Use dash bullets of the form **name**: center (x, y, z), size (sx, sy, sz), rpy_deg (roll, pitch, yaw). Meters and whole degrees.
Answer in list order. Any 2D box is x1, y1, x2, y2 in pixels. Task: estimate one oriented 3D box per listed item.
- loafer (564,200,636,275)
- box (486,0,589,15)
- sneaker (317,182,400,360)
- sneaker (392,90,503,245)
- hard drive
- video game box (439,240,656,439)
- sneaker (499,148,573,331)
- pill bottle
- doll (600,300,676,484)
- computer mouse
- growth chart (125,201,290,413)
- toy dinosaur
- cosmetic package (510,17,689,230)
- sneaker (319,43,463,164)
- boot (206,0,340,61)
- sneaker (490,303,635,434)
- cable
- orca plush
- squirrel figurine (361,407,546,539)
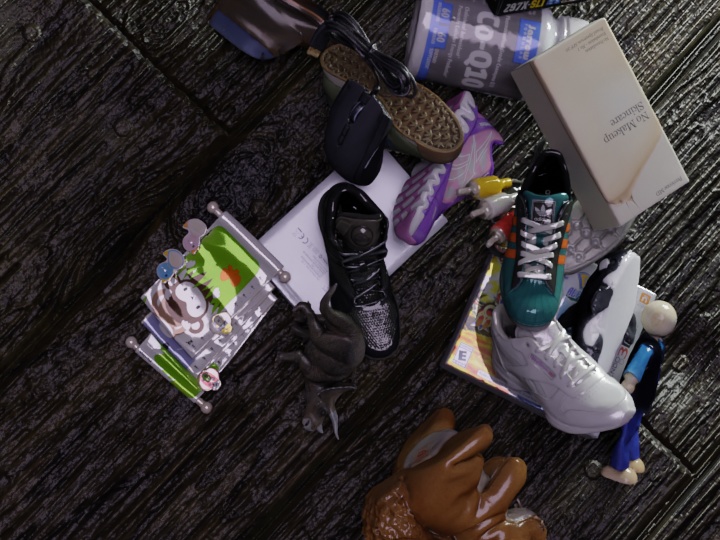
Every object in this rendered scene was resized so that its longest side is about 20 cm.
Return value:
- **loafer**: center (0.283, -0.066, 1.487), size (0.070, 0.070, 0.200), rpy_deg (44, 72, 9)
- **box**: center (0.188, -0.387, 1.481), size (0.157, 0.050, 0.202), rpy_deg (-13, 60, -18)
- **sneaker**: center (0.000, 0.000, 1.416), size (0.075, 0.114, 0.203), rpy_deg (-11, 87, -5)
- **sneaker**: center (0.106, -0.105, 1.468), size (0.088, 0.080, 0.202), rpy_deg (36, 61, -18)
- **hard drive**: center (-0.015, -0.039, 1.487), size (0.200, 0.025, 0.132), rpy_deg (-42, 89, -8)
- **video game box**: center (0.217, 0.069, 1.489), size (0.198, 0.047, 0.184), rpy_deg (25, 79, -2)
- **sneaker**: center (0.186, -0.038, 1.369), size (0.070, 0.080, 0.203), rpy_deg (5, 59, 8)
- **pill bottle**: center (0.156, -0.259, 1.485), size (0.197, 0.114, 0.116), rpy_deg (11, 83, -4)
- **doll**: center (0.314, 0.130, 1.453), size (0.048, 0.136, 0.203), rpy_deg (14, 104, 21)
- **computer mouse**: center (-0.022, -0.180, 1.399), size (0.046, 0.201, 0.141), rpy_deg (-33, 73, -32)
- **growth chart**: center (-0.175, 0.038, 1.456), size (0.144, 0.018, 0.201), rpy_deg (34, 90, 1)
- **toy dinosaur**: center (-0.033, 0.082, 1.421), size (0.101, 0.077, 0.202), rpy_deg (25, 126, 3)
- **cosmetic package**: center (0.259, -0.157, 1.408), size (0.103, 0.073, 0.202), rpy_deg (-32, 95, -13)
- **sneaker**: center (0.034, -0.168, 1.448), size (0.199, 0.090, 0.067), rpy_deg (39, 62, 22)
- **boot**: center (-0.083, -0.271, 1.499), size (0.199, 0.075, 0.097), rpy_deg (40, 106, -10)
- **sneaker**: center (0.203, 0.102, 1.363), size (0.074, 0.199, 0.101), rpy_deg (-34, 130, -24)
- **cable**: center (0.191, -0.087, 1.468), size (0.199, 0.050, 0.098), rpy_deg (-32, 96, -31)
- **orca plush**: center (0.256, 0.073, 1.453), size (0.070, 0.104, 0.204), rpy_deg (9, 93, 39)
- **squirrel figurine**: center (0.107, 0.283, 1.415), size (0.200, 0.141, 0.188), rpy_deg (-41, 104, -19)
